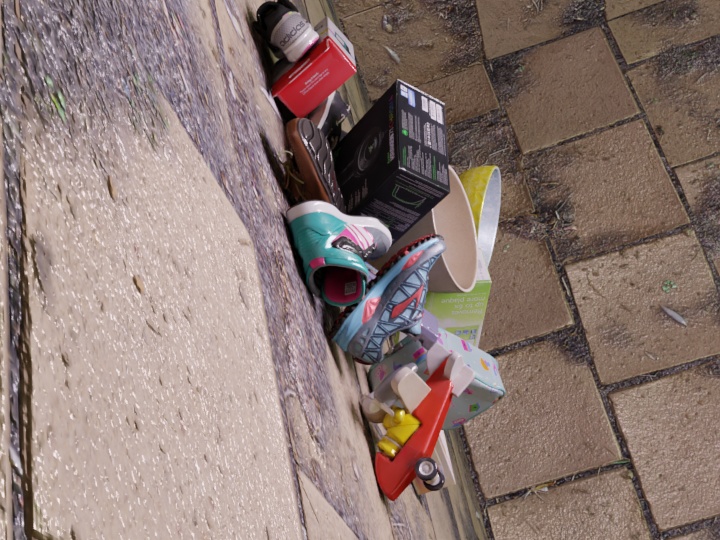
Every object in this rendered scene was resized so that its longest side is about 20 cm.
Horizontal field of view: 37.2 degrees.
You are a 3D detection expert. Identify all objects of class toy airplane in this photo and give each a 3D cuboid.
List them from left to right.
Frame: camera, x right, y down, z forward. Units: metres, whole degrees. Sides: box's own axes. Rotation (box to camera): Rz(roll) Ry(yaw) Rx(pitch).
[{"bbox_3d":[0.071,0.190,1.479,0.199,0.140,0.202,-40,140,-58],"label":"toy airplane"}]

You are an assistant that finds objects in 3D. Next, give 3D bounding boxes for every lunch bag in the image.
[{"bbox_3d":[0.114,0.173,1.680,0.199,0.160,0.078,28,39,-35],"label":"lunch bag"}]

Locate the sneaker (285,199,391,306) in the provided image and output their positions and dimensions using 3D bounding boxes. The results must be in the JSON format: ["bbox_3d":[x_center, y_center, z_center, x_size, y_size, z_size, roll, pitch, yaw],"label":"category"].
[{"bbox_3d":[-0.014,-0.012,1.386,0.199,0.083,0.122,15,57,-53],"label":"sneaker"}]

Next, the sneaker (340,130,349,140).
[{"bbox_3d":[-0.021,-0.174,1.841,0.060,0.103,0.201,90,0,-45],"label":"sneaker"}]

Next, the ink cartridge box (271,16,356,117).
[{"bbox_3d":[-0.070,-0.302,1.611,0.067,0.116,0.201,46,16,-20],"label":"ink cartridge box"}]

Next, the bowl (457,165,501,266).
[{"bbox_3d":[0.175,-0.089,1.878,0.200,0.106,0.203,9,90,-75],"label":"bowl"}]

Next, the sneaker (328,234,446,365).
[{"bbox_3d":[0.052,0.041,1.416,0.095,0.200,0.079,44,-4,-6],"label":"sneaker"}]

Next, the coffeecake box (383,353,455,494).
[{"bbox_3d":[0.099,0.258,1.859,0.201,0.072,0.154,-100,172,-49],"label":"coffeecake box"}]

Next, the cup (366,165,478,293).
[{"bbox_3d":[0.084,-0.053,1.661,0.200,0.142,0.203,40,44,-54],"label":"cup"}]

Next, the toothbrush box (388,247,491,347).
[{"bbox_3d":[0.130,0.065,1.803,0.087,0.144,0.201,-101,-167,-45],"label":"toothbrush box"}]

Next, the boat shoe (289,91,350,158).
[{"bbox_3d":[-0.056,-0.208,1.595,0.060,0.074,0.201,42,29,-20],"label":"boat shoe"}]

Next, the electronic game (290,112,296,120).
[{"bbox_3d":[-0.067,-0.177,1.718,0.200,0.041,0.202,-17,90,-85],"label":"electronic game"}]

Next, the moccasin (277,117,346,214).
[{"bbox_3d":[-0.071,-0.125,1.420,0.202,0.077,0.074,70,20,-60],"label":"moccasin"}]

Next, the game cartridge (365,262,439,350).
[{"bbox_3d":[0.025,0.030,1.509,0.199,0.039,0.130,36,14,-3],"label":"game cartridge"}]

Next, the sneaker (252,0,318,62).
[{"bbox_3d":[-0.119,-0.369,1.607,0.088,0.074,0.200,47,3,-20],"label":"sneaker"}]

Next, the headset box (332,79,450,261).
[{"bbox_3d":[0.032,-0.139,1.546,0.092,0.200,0.176,22,48,-26],"label":"headset box"}]
